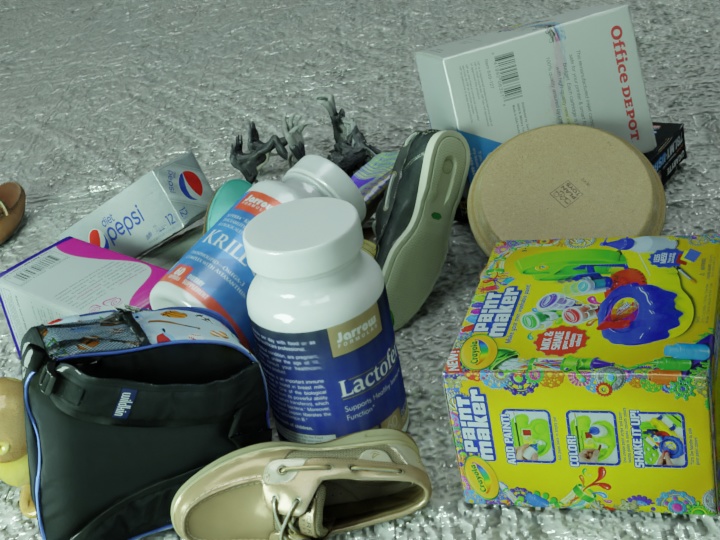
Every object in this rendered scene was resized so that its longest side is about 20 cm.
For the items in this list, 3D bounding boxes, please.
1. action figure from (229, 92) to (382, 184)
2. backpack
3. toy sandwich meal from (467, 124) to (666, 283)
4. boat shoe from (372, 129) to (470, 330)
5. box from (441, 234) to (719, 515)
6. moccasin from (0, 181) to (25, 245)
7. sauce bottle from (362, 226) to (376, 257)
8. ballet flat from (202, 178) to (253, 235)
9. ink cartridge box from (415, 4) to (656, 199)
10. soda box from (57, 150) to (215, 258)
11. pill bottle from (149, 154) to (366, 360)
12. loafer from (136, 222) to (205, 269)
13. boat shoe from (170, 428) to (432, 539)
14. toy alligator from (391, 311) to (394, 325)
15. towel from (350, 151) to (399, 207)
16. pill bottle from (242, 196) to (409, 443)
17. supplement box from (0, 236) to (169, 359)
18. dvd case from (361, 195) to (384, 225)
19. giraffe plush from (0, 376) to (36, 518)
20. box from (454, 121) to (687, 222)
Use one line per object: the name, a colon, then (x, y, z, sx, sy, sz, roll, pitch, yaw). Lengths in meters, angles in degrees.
action figure: (-0.060, -0.156, 1.492, 0.197, 0.104, 0.119, -1, 18, 23)
backpack: (-0.168, 0.117, 0.966, 0.187, 0.203, 0.154, -5, 27, -15)
toy sandwich meal: (0.191, -0.045, 1.146, 0.201, 0.071, 0.208, -4, 56, 6)
boat shoe: (0.045, -0.039, 1.180, 0.071, 0.203, 0.067, 22, -5, -43)
box: (0.184, 0.075, 0.952, 0.189, 0.124, 0.201, -2, 30, 20)
moccasin: (-0.481, -0.059, 1.500, 0.073, 0.079, 0.202, 5, 33, 29)
sauce bottle: (0.000, 0.000, 1.224, 0.064, 0.066, 0.200, 6, 31, 30)
ballet flat: (-0.120, 0.001, 1.224, 0.067, 0.073, 0.202, -5, 49, -10)
ink cartridge box: (0.176, -0.175, 1.256, 0.197, 0.150, 0.145, -15, 14, -5)
soda box: (-0.239, -0.053, 1.313, 0.199, 0.069, 0.063, -27, 6, 43)
pill bottle: (-0.086, -0.009, 1.104, 0.111, 0.113, 0.200, 16, 56, 42)
loafer: (-0.177, -0.018, 1.318, 0.198, 0.071, 0.069, -30, 41, -28)
boat shoe: (-0.045, 0.170, 0.921, 0.197, 0.072, 0.065, -14, 27, -7)
toy alligator: (-0.061, 0.080, 1.097, 0.198, 0.060, 0.054, -31, 40, -17)
towel: (-0.020, -0.069, 1.263, 0.199, 0.023, 0.143, -38, 10, -12)
pill bottle: (-0.030, 0.051, 0.994, 0.114, 0.203, 0.116, -9, 28, 5)
supplement box: (-0.252, 0.049, 1.191, 0.198, 0.105, 0.101, 15, 37, 43)
dvd case: (-0.030, -0.046, 1.299, 0.148, 0.016, 0.200, -27, 15, 42)
giraffe plush: (-0.326, 0.139, 1.040, 0.159, 0.176, 0.200, 5, -4, 10)
box: (0.228, -0.107, 1.341, 0.197, 0.050, 0.198, 9, 34, 35)
